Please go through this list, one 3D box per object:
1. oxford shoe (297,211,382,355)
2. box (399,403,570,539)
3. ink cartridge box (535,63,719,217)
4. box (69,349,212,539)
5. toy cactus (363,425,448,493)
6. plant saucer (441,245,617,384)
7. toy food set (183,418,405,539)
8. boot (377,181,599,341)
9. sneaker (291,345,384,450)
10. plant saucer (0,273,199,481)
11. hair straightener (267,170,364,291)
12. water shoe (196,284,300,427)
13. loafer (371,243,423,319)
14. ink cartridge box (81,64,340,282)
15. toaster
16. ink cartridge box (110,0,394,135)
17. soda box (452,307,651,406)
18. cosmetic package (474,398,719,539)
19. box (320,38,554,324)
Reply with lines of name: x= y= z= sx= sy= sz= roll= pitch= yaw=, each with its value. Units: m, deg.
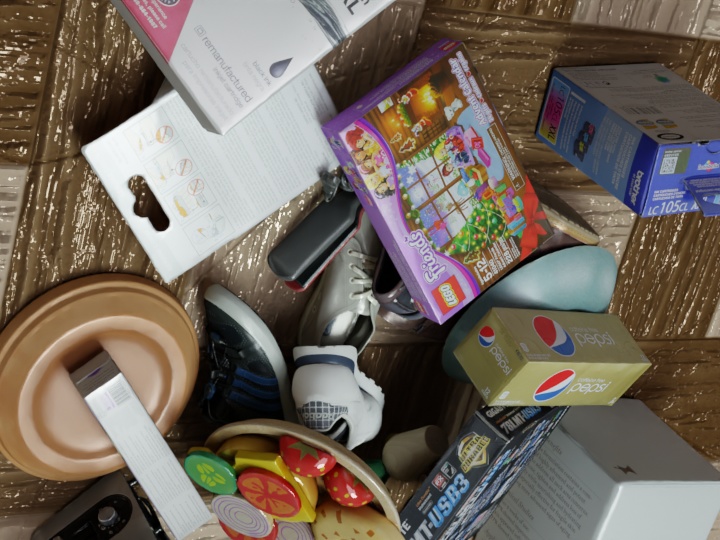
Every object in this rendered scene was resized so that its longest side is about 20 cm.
oxford shoe: x=0.000 y=0.000 z=1.484 sx=0.075 sy=0.058 sz=0.202 roll=10 pitch=109 yaw=-32
box: x=0.110 y=0.196 z=1.569 sx=0.201 sy=0.050 sz=0.198 roll=-58 pitch=161 yaw=24
ink cartridge box: x=0.273 y=-0.115 z=1.498 sx=0.135 sy=0.200 sz=0.077 roll=-6 pitch=121 yaw=-30
box: x=-0.187 y=0.153 z=1.415 sx=0.041 sy=0.039 sz=0.201 roll=-34 pitch=131 yaw=-9
toy cactus: x=0.021 y=0.199 z=1.567 sx=0.199 sy=0.103 sz=0.165 roll=-2 pitch=157 yaw=-42
plant saucer: x=0.174 y=0.058 z=1.601 sx=0.200 sy=0.039 sz=0.202 roll=-23 pitch=149 yaw=-15
toy food set: x=-0.056 y=0.205 z=1.446 sx=0.201 sy=0.196 sz=0.049 roll=61 pitch=43 yaw=-36
boot: x=0.118 y=-0.006 z=1.562 sx=0.199 sy=0.072 sz=0.167 roll=17 pitch=114 yaw=-37
sneaker: x=-0.023 y=0.132 z=1.493 sx=0.076 sy=0.081 sz=0.200 roll=-7 pitch=158 yaw=12
plant saucer: x=-0.225 y=0.099 z=1.408 sx=0.199 sy=0.037 sz=0.202 roll=-17 pitch=126 yaw=-25
hair straightener: x=-0.003 y=-0.066 z=1.408 sx=0.200 sy=0.041 sz=0.077 roll=-42 pitch=159 yaw=3
water shoe: x=-0.108 y=0.103 z=1.459 sx=0.079 sy=0.071 sz=0.201 roll=-38 pitch=133 yaw=-20
loafer: x=0.062 y=-0.057 z=1.449 sx=0.063 sy=0.071 sz=0.202 roll=20 pitch=87 yaw=-58
ink cartridge box: x=-0.117 y=-0.107 z=1.353 sx=0.199 sy=0.050 sz=0.163 roll=-33 pitch=131 yaw=-6
toaster: x=-0.193 y=0.309 z=1.465 sx=0.118 sy=0.181 sz=0.201 roll=-32 pitch=131 yaw=-6
ink cartridge box: x=-0.076 y=-0.221 z=1.246 sx=0.200 sy=0.084 sz=0.145 roll=-39 pitch=105 yaw=-7
soda box: x=0.182 y=0.082 z=1.537 sx=0.199 sy=0.068 sz=0.064 roll=4 pitch=134 yaw=-46
cosmetic package: x=0.249 y=0.262 z=1.735 sx=0.165 sy=0.167 sz=0.202 roll=5 pitch=115 yaw=-34
box: x=0.069 y=-0.075 z=1.397 sx=0.136 sy=0.039 sz=0.201 roll=-37 pitch=116 yaw=-15
